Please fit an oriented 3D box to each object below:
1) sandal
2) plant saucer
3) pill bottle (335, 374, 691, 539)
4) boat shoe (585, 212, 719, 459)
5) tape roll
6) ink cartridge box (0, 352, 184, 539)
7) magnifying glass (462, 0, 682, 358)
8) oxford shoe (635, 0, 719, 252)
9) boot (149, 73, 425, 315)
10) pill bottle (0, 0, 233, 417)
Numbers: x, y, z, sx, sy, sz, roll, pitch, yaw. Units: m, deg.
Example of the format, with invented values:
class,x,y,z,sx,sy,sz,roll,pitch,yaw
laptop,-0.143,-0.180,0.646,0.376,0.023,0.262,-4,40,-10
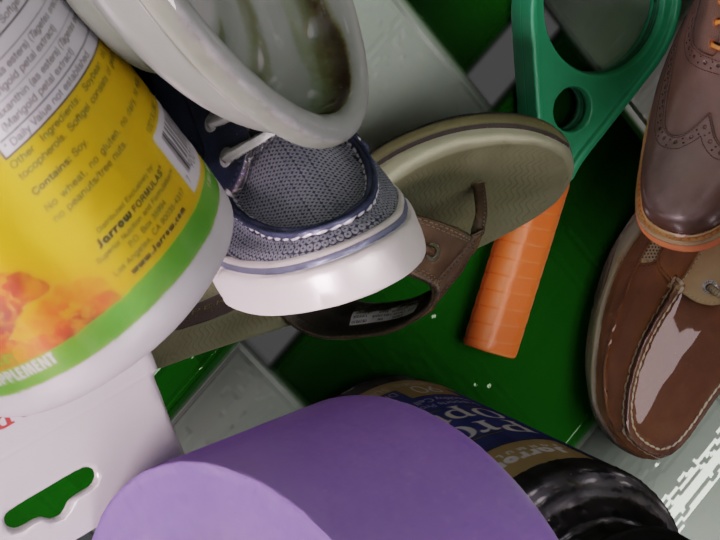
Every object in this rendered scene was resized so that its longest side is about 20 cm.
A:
class,x,y,z,sx,sy,sz,roll,pitch,yaw
sandal,-0.001,0.001,0.991,0.200,0.057,0.080,-25,149,-18
plant saucer,-0.069,-0.121,0.813,0.050,0.200,0.200,-28,121,17
pill bottle,0.057,0.117,0.984,0.111,0.200,0.112,-8,106,-30
boat shoe,0.163,-0.010,1.094,0.076,0.072,0.201,25,88,-33
tape roll,-0.008,0.152,0.907,0.085,0.200,0.201,-20,112,-39
ink cartridge box,-0.153,0.007,0.909,0.116,0.067,0.201,-29,114,-23
magnifying glass,0.084,-0.061,1.067,0.079,0.022,0.201,15,92,-34
oxford shoe,0.160,-0.104,1.054,0.201,0.071,0.073,-67,152,-17
boot,-0.040,-0.050,0.890,0.073,0.200,0.091,-23,110,-13
pill bottle,-0.138,-0.059,0.798,0.111,0.111,0.200,-44,117,-15
